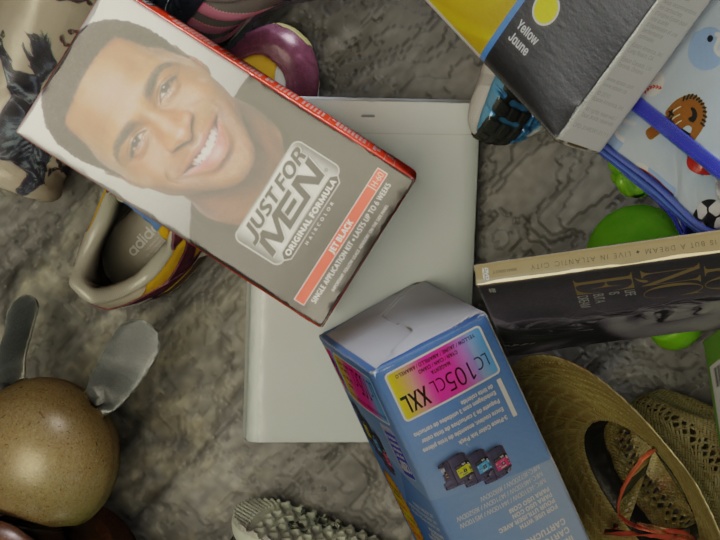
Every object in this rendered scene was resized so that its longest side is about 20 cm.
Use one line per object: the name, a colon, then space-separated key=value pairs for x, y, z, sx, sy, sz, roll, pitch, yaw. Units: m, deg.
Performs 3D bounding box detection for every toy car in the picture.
toy car: x=-0.181 y=0.120 z=1.372 sx=0.164 sy=0.158 sz=0.200 roll=10 pitch=91 yaw=24

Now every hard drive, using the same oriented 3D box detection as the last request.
hard drive: x=0.000 y=0.000 z=1.340 sx=0.132 sy=0.026 sz=0.200 roll=1 pitch=98 yaw=-10

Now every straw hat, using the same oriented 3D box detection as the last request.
straw hat: x=0.174 y=0.116 z=1.299 sx=0.085 sy=0.201 sz=0.201 roll=-30 pitch=89 yaw=-24

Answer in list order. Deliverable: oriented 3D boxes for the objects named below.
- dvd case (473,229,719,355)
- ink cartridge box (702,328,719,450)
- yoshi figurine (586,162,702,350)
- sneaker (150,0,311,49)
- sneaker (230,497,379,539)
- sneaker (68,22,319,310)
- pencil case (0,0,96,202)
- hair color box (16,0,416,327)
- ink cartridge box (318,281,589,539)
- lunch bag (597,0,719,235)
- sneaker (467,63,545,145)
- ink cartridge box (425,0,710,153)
dvd case: x=0.166 y=0.009 z=1.187 sx=0.200 sy=0.149 sz=0.016 roll=-8 pitch=73 yaw=8
ink cartridge box: x=0.302 y=0.050 z=1.207 sx=0.200 sy=0.148 sz=0.076 roll=-1 pitch=72 yaw=-16
yoshi figurine: x=0.190 y=-0.045 z=1.258 sx=0.112 sy=0.112 sz=0.200 roll=26 pitch=113 yaw=1
sneaker: x=-0.086 y=-0.169 z=1.302 sx=0.200 sy=0.082 sz=0.070 roll=-23 pitch=70 yaw=43
sneaker: x=0.004 y=0.218 z=1.377 sx=0.200 sy=0.070 sz=0.100 roll=24 pitch=110 yaw=14
sneaker: x=-0.096 y=-0.056 z=1.347 sx=0.075 sy=0.090 sz=0.200 roll=37 pitch=105 yaw=7
pencil case: x=-0.192 y=-0.138 z=1.370 sx=0.078 sy=0.089 sz=0.200 roll=14 pitch=103 yaw=-16
hair color box: x=-0.078 y=-0.065 z=1.277 sx=0.200 sy=0.061 sz=0.102 roll=32 pitch=97 yaw=-1
ink cartridge box: x=0.062 y=0.116 z=1.282 sx=0.076 sy=0.136 sz=0.200 roll=-28 pitch=102 yaw=-8
lunch bag: x=0.182 y=-0.105 z=1.192 sx=0.200 sy=0.076 sz=0.160 roll=45 pitch=109 yaw=36
sneaker: x=0.105 y=-0.167 z=1.299 sx=0.087 sy=0.075 sz=0.200 roll=39 pitch=111 yaw=34
ink cartridge box: x=0.114 y=-0.198 z=1.193 sx=0.200 sy=0.047 sz=0.198 roll=-56 pitch=50 yaw=21
